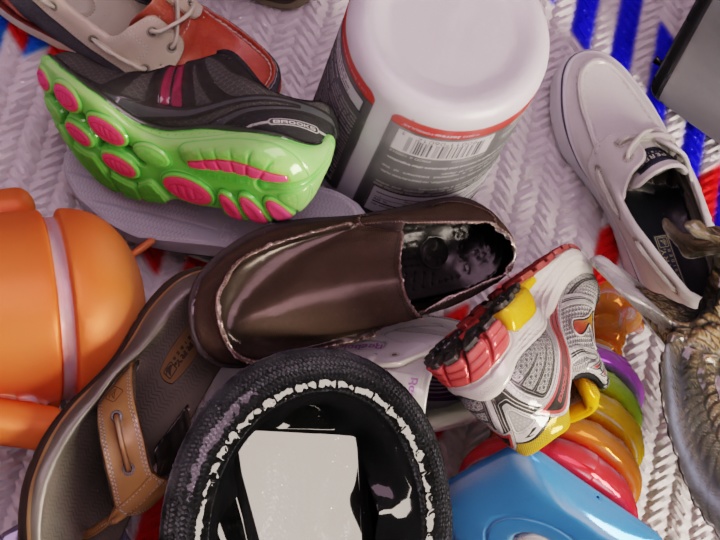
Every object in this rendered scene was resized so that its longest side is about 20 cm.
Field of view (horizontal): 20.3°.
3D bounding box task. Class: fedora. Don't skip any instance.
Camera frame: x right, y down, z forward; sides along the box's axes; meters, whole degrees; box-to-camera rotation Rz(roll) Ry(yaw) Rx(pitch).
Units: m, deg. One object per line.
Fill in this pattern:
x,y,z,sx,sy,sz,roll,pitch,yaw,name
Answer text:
-0.044,0.140,1.099,0.199,0.091,0.202,-2,93,-32,fedora

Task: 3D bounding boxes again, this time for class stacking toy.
0.129,0.082,1.187,0.116,0.110,0.201,34,53,-15,stacking toy

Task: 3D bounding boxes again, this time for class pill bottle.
0.031,-0.095,1.172,0.115,0.200,0.117,4,67,-11,pill bottle

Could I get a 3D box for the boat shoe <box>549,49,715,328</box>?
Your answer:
0.178,-0.057,1.264,0.071,0.066,0.201,-10,71,-16,boat shoe

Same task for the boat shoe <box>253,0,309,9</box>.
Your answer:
-0.115,-0.226,1.266,0.198,0.068,0.075,12,66,-8,boat shoe

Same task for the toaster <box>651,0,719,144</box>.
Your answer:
0.295,-0.183,1.272,0.119,0.200,0.181,40,65,11,toaster

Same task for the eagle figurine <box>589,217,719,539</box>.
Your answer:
0.219,0.072,1.143,0.151,0.151,0.202,-1,94,-34,eagle figurine

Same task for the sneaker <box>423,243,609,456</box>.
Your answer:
0.096,0.047,1.108,0.082,0.078,0.200,52,25,-1,sneaker

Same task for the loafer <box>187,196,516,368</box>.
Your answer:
0.000,0.000,1.099,0.199,0.071,0.074,-20,99,-23,loafer

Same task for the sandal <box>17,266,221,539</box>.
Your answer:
-0.115,0.089,1.083,0.054,0.082,0.201,18,65,41,sandal

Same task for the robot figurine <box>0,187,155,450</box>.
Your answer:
-0.205,0.027,1.117,0.198,0.144,0.118,-6,108,-15,robot figurine

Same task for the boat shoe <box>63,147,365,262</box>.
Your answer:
-0.083,-0.030,1.195,0.199,0.071,0.073,20,77,18,boat shoe

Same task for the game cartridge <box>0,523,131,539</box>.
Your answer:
-0.148,0.230,1.092,0.129,0.038,0.201,-29,77,-26,game cartridge

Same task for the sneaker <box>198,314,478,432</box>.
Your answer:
-0.008,0.055,1.154,0.198,0.100,0.076,0,99,-12,sneaker

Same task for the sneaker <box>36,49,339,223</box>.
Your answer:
-0.098,-0.085,1.150,0.199,0.077,0.084,20,50,24,sneaker

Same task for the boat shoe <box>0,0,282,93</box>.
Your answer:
-0.138,-0.154,1.236,0.199,0.063,0.072,26,63,-3,boat shoe
